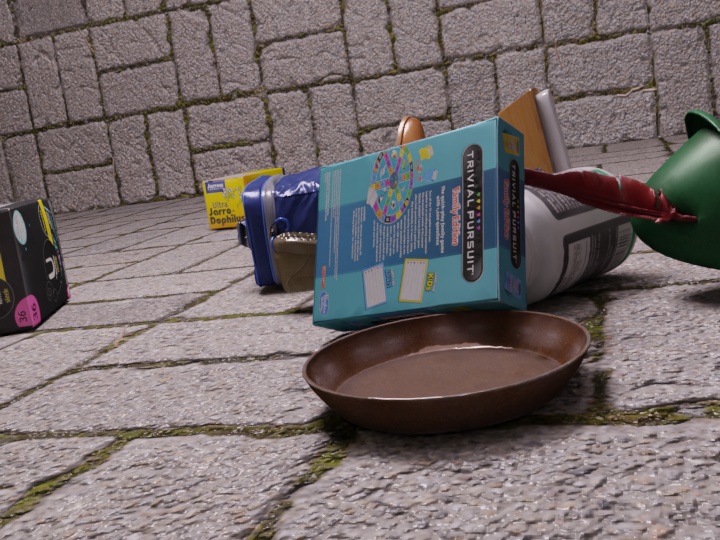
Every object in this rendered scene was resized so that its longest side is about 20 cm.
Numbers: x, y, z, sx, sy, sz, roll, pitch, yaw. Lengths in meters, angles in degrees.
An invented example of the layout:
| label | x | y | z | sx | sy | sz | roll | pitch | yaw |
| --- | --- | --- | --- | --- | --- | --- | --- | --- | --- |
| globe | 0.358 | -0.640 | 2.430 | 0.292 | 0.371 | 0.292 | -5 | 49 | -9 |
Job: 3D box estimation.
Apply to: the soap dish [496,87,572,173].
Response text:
| label | x | y | z | sx | sy | sz | roll | pitch | yaw |
| --- | --- | --- | --- | --- | --- | --- | --- | --- | --- |
| soap dish | 0.261 | -0.161 | 1.220 | 0.080 | 0.203 | 0.157 | -14 | 8 | 17 |

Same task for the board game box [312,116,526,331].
| label | x | y | z | sx | sy | sz | roll | pitch | yaw |
| --- | --- | --- | --- | --- | --- | --- | --- | --- | --- |
| board game box | 0.047 | -0.032 | 0.735 | 0.198 | 0.154 | 0.047 | -9 | -17 | 39 |

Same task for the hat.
| label | x | y | z | sx | sy | sz | roll | pitch | yaw |
| --- | --- | --- | --- | --- | --- | --- | --- | --- | --- |
| hat | 0.255 | -0.027 | 0.733 | 0.175 | 0.202 | 0.166 | -32 | -32 | 10 |

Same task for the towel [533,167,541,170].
| label | x | y | z | sx | sy | sz | roll | pitch | yaw |
| --- | --- | --- | --- | --- | --- | --- | --- | --- | --- |
| towel | 0.129 | -0.038 | 0.886 | 0.198 | 0.113 | 0.048 | -16 | 25 | -38 |

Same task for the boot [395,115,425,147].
| label | x | y | z | sx | sy | sz | roll | pitch | yaw |
| --- | --- | --- | --- | --- | --- | --- | --- | --- | --- |
| boot | 0.134 | -0.134 | 1.183 | 0.153 | 0.203 | 0.073 | -12 | -7 | 24 |

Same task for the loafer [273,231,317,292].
| label | x | y | z | sx | sy | sz | roll | pitch | yaw |
| --- | --- | --- | --- | --- | --- | --- | --- | --- | --- |
| loafer | 0.000 | 0.000 | 0.928 | 0.197 | 0.069 | 0.076 | 7 | 13 | -2 |

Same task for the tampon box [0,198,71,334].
| label | x | y | z | sx | sy | sz | roll | pitch | yaw |
| --- | --- | --- | --- | --- | --- | --- | --- | --- | --- |
| tampon box | -0.478 | -0.007 | 1.104 | 0.124 | 0.152 | 0.200 | -10 | 10 | -5 |

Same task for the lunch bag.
| label | x | y | z | sx | sy | sz | roll | pitch | yaw |
| --- | --- | --- | --- | --- | --- | --- | --- | --- | --- |
| lunch bag | -0.089 | -0.057 | 1.098 | 0.130 | 0.138 | 0.200 | -8 | 11 | 6 |

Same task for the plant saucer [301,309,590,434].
| label | x | y | z | sx | sy | sz | roll | pitch | yaw |
| --- | --- | --- | --- | --- | --- | --- | --- | --- | --- |
| plant saucer | 0.059 | 0.068 | 0.581 | 0.197 | 0.035 | 0.200 | -9 | 10 | 2 |

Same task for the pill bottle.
| label | x | y | z | sx | sy | sz | roll | pitch | yaw |
| --- | --- | --- | --- | --- | --- | --- | --- | --- | --- |
| pill bottle | 0.170 | -0.031 | 0.810 | 0.198 | 0.115 | 0.112 | -16 | 13 | -40 |

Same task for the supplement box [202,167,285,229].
| label | x | y | z | sx | sy | sz | roll | pitch | yaw |
| --- | --- | --- | --- | --- | --- | --- | --- | --- | --- |
| supplement box | -0.257 | -0.167 | 1.921 | 0.107 | 0.111 | 0.200 | -4 | 10 | 24 |
